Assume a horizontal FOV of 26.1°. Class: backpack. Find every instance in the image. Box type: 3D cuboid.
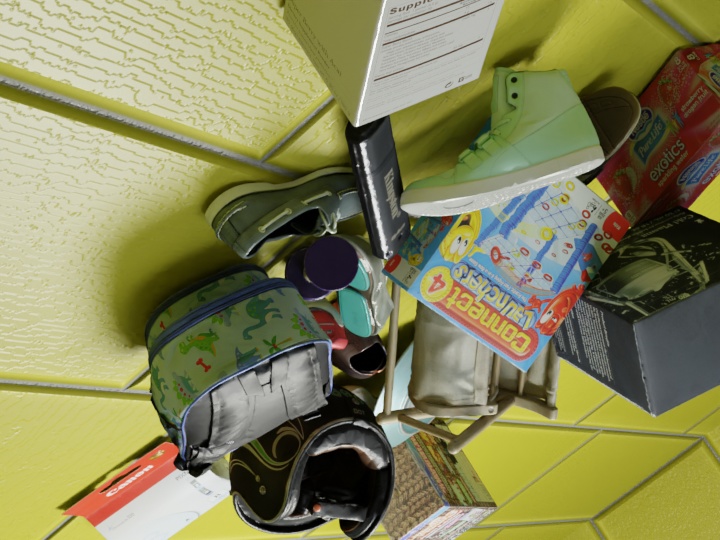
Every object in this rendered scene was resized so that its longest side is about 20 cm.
[{"bbox_3d":[-0.127,0.084,1.530,0.183,0.147,0.200,-26,161,-15],"label":"backpack"}]

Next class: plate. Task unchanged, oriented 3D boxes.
[{"bbox_3d":[0.084,0.149,2.004,0.200,0.026,0.200,-43,151,-31],"label":"plate"}]

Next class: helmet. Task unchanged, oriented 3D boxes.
[{"bbox_3d":[-0.065,0.231,1.859,0.200,0.200,0.191,-22,-162,-25],"label":"helmet"}]

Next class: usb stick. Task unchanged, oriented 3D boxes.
[{"bbox_3d":[0.018,-0.083,1.466,0.056,0.033,0.200,-61,157,-28],"label":"usb stick"}]

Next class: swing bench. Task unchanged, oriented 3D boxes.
[{"bbox_3d":[0.134,0.081,1.785,0.200,0.130,0.199,-13,114,-45],"label":"swing bench"}]

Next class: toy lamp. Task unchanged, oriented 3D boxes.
[{"bbox_3d":[-0.042,0.000,1.517,0.058,0.058,0.200,-29,180,-8],"label":"toy lamp"}]

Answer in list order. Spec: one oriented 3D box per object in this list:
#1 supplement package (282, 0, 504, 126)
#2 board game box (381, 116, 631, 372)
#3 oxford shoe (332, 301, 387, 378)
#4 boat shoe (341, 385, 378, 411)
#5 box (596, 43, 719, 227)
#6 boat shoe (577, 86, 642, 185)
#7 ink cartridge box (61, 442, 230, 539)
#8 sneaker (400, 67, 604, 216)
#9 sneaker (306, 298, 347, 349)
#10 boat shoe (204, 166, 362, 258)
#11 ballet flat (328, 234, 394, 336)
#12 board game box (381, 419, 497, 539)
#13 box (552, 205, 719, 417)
[{"bbox_3d":[0.029,-0.224,1.132,0.120,0.121,0.200,-23,156,-21],"label":"supplement package"},{"bbox_3d":[0.154,-0.024,1.608,0.200,0.056,0.196,33,93,-36],"label":"board game box"},{"bbox_3d":[-0.002,0.100,1.825,0.071,0.073,0.200,-32,158,-2],"label":"oxford shoe"},{"bbox_3d":[0.007,0.202,2.030,0.071,0.069,0.200,-13,161,23],"label":"boat shoe"},{"bbox_3d":[0.359,-0.151,1.749,0.095,0.100,0.200,-13,151,-38],"label":"box"},{"bbox_3d":[0.229,-0.127,1.681,0.200,0.073,0.065,-41,167,30],"label":"boat shoe"},{"bbox_3d":[-0.252,0.281,1.903,0.160,0.047,0.200,-35,160,6],"label":"ink cartridge box"},{"bbox_3d":[0.121,-0.127,1.491,0.200,0.118,0.074,-18,171,-3],"label":"sneaker"},{"bbox_3d":[-0.100,0.111,1.704,0.200,0.085,0.077,-39,155,15],"label":"sneaker"},{"bbox_3d":[-0.054,-0.049,1.462,0.200,0.062,0.073,-11,146,-44],"label":"boat shoe"},{"bbox_3d":[0.000,0.000,1.652,0.064,0.067,0.200,-56,159,-23],"label":"ballet flat"},{"bbox_3d":[0.086,0.303,2.248,0.097,0.160,0.200,-39,156,16],"label":"board game box"},{"bbox_3d":[0.335,0.039,1.693,0.200,0.197,0.124,-24,116,-17],"label":"box"}]
